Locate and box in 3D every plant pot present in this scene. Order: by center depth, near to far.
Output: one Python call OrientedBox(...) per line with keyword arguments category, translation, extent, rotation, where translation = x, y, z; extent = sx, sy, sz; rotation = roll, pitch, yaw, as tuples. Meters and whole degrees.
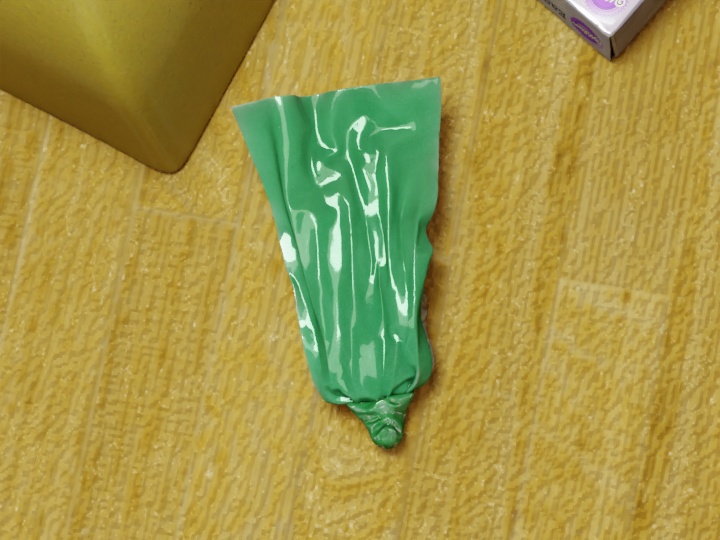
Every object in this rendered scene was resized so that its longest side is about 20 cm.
OrientedBox(category="plant pot", translation=(-0.156, -0.199, 1.446), extent=(0.195, 0.200, 0.195), rotation=(27, 83, 11))

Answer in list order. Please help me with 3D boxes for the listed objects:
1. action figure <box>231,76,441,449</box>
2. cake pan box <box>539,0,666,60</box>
OrientedBox(category="action figure", translation=(0.000, 0.000, 1.459), extent=(0.118, 0.055, 0.201), rotation=(-8, 84, 5))
OrientedBox(category="cake pan box", translation=(0.136, -0.247, 1.494), extent=(0.200, 0.052, 0.184), rotation=(43, 89, 14))
